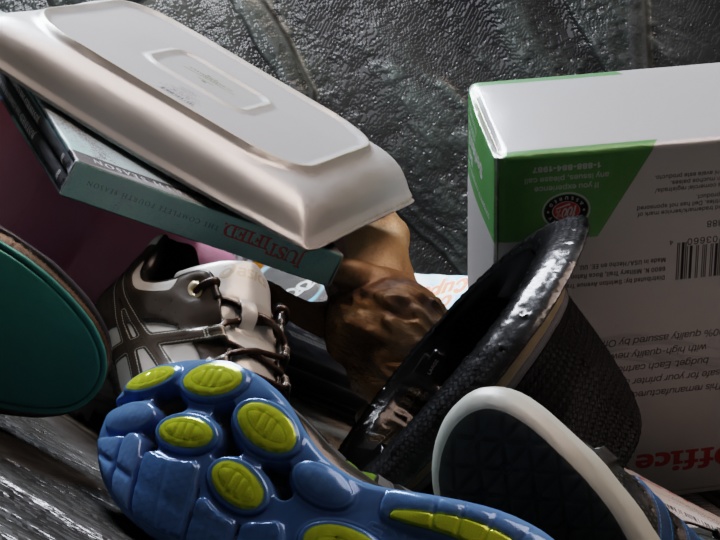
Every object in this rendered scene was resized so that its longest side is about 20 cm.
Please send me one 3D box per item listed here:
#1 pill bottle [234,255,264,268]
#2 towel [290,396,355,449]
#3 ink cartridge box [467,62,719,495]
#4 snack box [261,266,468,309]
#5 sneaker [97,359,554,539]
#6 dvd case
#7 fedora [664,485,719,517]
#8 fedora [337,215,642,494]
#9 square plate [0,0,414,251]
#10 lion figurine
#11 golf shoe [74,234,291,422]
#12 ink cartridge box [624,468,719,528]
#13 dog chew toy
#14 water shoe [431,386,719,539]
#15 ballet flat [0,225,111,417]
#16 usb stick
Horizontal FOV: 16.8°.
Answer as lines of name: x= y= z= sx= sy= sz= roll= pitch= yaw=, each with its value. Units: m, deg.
pill bottle: x=-0.103 y=-0.004 z=1.569 sx=0.199 sy=0.112 sz=0.111 roll=27 pitch=1 yaw=-8
towel: x=0.010 y=0.108 z=1.227 sx=0.132 sy=0.035 sz=0.200 roll=24 pitch=2 yaw=-28
ink cartridge box: x=0.127 y=0.009 z=1.198 sx=0.145 sy=0.201 sz=0.084 roll=-5 pitch=30 yaw=-8
snack box: x=0.033 y=0.054 z=1.361 sx=0.199 sy=0.037 sz=0.117 roll=2 pitch=-45 yaw=43
sneaker: x=-0.011 y=0.097 z=0.861 sx=0.199 sy=0.071 sz=0.083 roll=25 pitch=-23 yaw=21
dvd case: x=-0.104 y=-0.063 z=1.163 sx=0.145 sy=0.022 sz=0.200 roll=20 pitch=18 yaw=-30
fedora: x=0.193 y=0.166 z=1.293 sx=0.176 sy=0.091 sz=0.200 roll=24 pitch=10 yaw=-45
fedora: x=0.064 y=0.068 z=1.054 sx=0.091 sy=0.201 sz=0.201 roll=40 pitch=0 yaw=-4
square plate: x=-0.076 y=-0.080 z=1.174 sx=0.199 sy=0.029 sz=0.198 roll=31 pitch=14 yaw=9
lion figurine: x=0.000 y=0.000 z=1.239 sx=0.122 sy=0.073 sz=0.201 roll=22 pitch=35 yaw=-20
golf shoe: x=-0.062 y=0.043 z=1.026 sx=0.078 sy=0.095 sz=0.200 roll=26 pitch=3 yaw=-40
ink cartridge box: x=0.154 y=0.157 z=1.048 sx=0.145 sy=0.084 sz=0.200 roll=27 pitch=2 yaw=4
dog chew toy: x=-0.143 y=-0.016 z=1.256 sx=0.199 sy=0.125 sz=0.124 roll=34 pitch=-1 yaw=-20
water shoe: x=0.104 y=0.119 z=0.912 sx=0.200 sy=0.071 sz=0.079 roll=49 pitch=28 yaw=-3
ballet flat: x=-0.187 y=-0.003 z=0.918 sx=0.199 sy=0.073 sz=0.073 roll=24 pitch=3 yaw=-26
usb stick: x=-0.030 y=0.048 z=1.258 sx=0.199 sy=0.033 sz=0.055 roll=24 pitch=12 yaw=-45
